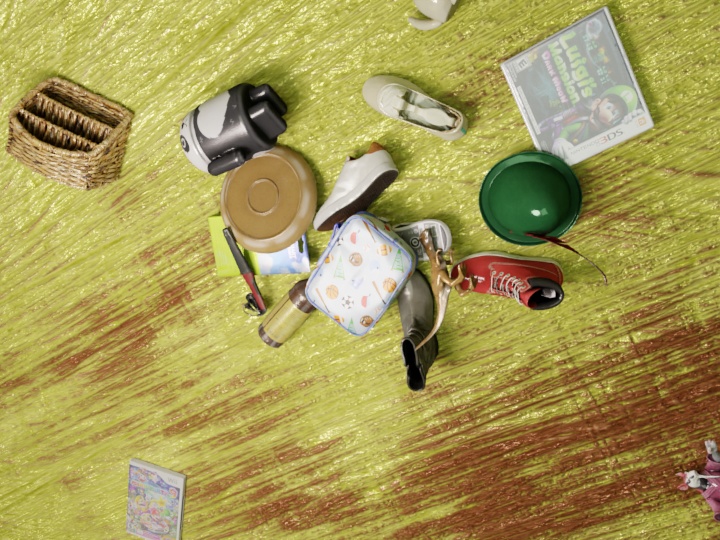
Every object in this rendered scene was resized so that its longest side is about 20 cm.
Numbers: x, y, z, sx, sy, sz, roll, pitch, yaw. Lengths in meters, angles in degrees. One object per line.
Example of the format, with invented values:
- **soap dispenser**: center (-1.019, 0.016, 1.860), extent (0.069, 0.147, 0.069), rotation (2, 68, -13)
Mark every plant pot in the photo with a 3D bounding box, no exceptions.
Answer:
- **plant pot**: center (-0.175, -0.134, 1.209), extent (0.195, 0.027, 0.205), rotation (-1, 85, 15)

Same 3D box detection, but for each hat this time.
- **hat**: center (0.275, -0.082, 1.044), extent (0.195, 0.177, 0.169), rotation (-6, 115, 21)

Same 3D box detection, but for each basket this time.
- **basket**: center (-0.559, -0.262, 1.251), extent (0.197, 0.143, 0.151), rotation (26, 112, 6)

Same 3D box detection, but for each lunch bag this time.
- **lunch bag**: center (0.000, 0.000, 1.164), extent (0.159, 0.075, 0.202), rotation (37, 109, 6)

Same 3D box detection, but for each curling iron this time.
- **curling iron**: center (-0.224, 0.009, 1.253), extent (0.048, 0.026, 0.203), rotation (-5, 125, 15)

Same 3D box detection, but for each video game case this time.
- **video game case**: center (0.346, -0.283, 1.060), extent (0.179, 0.023, 0.203), rotation (-24, 99, 20)
- **video game case**: center (-0.480, 0.547, 1.543), extent (0.140, 0.018, 0.205), rotation (14, 109, 12)

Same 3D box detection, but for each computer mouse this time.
- **computer mouse**: center (0.074, -0.046, 1.198), extent (0.196, 0.044, 0.112), rotation (-7, 97, 22)

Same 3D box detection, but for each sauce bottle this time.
- **sauce bottle**: center (-0.119, 0.065, 1.272), extent (0.065, 0.065, 0.200), rotation (44, 113, -1)

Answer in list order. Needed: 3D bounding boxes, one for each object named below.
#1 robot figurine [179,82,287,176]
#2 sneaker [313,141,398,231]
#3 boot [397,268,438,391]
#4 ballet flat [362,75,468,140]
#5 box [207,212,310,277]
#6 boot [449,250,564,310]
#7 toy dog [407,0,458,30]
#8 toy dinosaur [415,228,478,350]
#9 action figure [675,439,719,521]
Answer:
- **robot figurine**: center (-0.226, -0.252, 1.163), extent (0.196, 0.151, 0.127), rotation (-18, 106, 23)
- **sneaker**: center (-0.017, -0.150, 1.189), extent (0.199, 0.072, 0.086), rotation (-38, 64, 28)
- **boot**: center (0.098, 0.102, 1.187), extent (0.066, 0.131, 0.205), rotation (-11, 103, 18)
- **ballet flat**: center (0.089, -0.276, 1.110), extent (0.196, 0.070, 0.071), rotation (23, 111, 8)
- **box**: center (-0.187, -0.054, 1.263), extent (0.195, 0.048, 0.125), rotation (-2, 107, 16)
- **boot**: center (0.242, 0.022, 1.117), extent (0.195, 0.144, 0.074), rotation (1, 109, 16)
- **toy dog**: center (0.094, -0.499, 1.019), extent (0.199, 0.140, 0.194), rotation (40, 149, -1)
- **toy dinosaur**: center (0.143, 0.030, 1.132), extent (0.105, 0.060, 0.205), rotation (-11, 80, 39)
- **action figure**: center (0.658, 0.371, 1.152), extent (0.196, 0.148, 0.137), rotation (-1, 77, 34)
